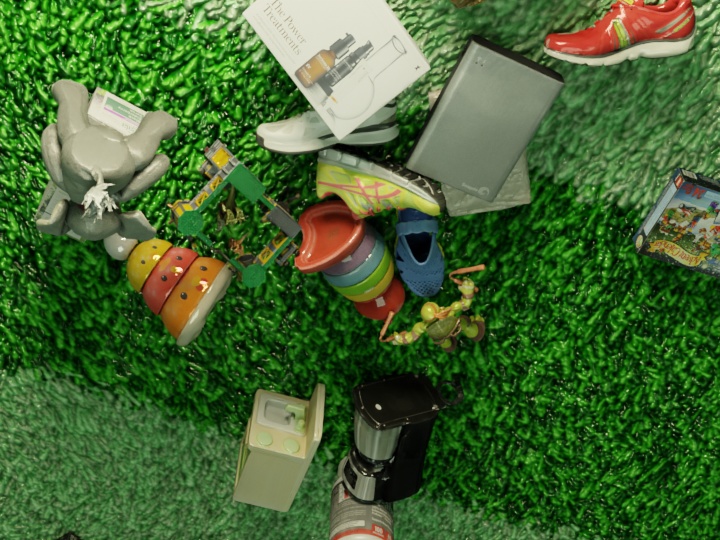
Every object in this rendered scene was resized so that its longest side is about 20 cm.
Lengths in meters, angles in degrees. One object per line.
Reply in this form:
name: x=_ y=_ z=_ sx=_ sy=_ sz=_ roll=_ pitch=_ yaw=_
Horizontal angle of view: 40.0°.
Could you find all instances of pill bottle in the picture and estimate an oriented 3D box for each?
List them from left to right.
pill bottle: x=0.002 y=0.429 z=1.748 sx=0.113 sy=0.202 sz=0.117 roll=0 pitch=129 yaw=1

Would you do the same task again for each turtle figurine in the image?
turtle figurine: x=0.137 y=0.076 z=1.524 sx=0.199 sy=0.065 sz=0.161 roll=-38 pitch=148 yaw=14

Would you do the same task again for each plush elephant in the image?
plush elephant: x=-0.332 y=-0.110 z=1.262 sx=0.162 sy=0.203 sz=0.155 roll=12 pitch=144 yaw=-16

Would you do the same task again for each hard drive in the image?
hard drive: x=0.163 y=-0.198 z=1.323 sx=0.137 sy=0.033 sz=0.202 roll=20 pitch=125 yaw=-14

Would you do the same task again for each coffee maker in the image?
coffee maker: x=0.070 y=0.289 z=1.682 sx=0.188 sy=0.136 sz=0.202 roll=5 pitch=129 yaw=-4

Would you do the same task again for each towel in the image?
towel: x=0.169 y=-0.170 z=1.386 sx=0.130 sy=0.035 sz=0.203 roll=-8 pitch=126 yaw=5

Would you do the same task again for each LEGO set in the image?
LEGO set: x=-0.182 y=-0.084 z=1.394 sx=0.199 sy=0.116 sz=0.155 roll=33 pitch=97 yaw=-36

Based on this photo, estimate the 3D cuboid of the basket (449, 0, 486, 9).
basket: x=0.150 y=-0.432 z=1.163 sx=0.199 sy=0.151 sz=0.142 roll=-34 pitch=154 yaw=24

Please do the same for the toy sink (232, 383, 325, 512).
toy sink: x=-0.143 y=0.290 z=1.686 sx=0.110 sy=0.131 sz=0.202 roll=16 pitch=128 yaw=-11

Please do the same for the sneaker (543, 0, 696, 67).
sneaker: x=0.327 y=-0.313 z=1.259 sx=0.196 sy=0.077 sz=0.086 roll=-9 pitch=117 yaw=-1

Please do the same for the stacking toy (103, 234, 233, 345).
stacking toy: x=-0.302 y=0.005 z=1.483 sx=0.198 sy=0.147 sz=0.147 roll=33 pitch=123 yaw=-5

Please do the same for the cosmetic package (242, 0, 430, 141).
cosmetic package: x=-0.028 y=-0.290 z=1.239 sx=0.150 sy=0.052 sz=0.201 roll=-36 pitch=105 yaw=13

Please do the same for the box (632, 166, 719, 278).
box: x=0.525 y=-0.061 z=1.465 sx=0.197 sy=0.038 sz=0.138 roll=15 pitch=126 yaw=-11

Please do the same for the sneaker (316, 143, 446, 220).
sneaker: x=0.025 y=-0.108 z=1.372 sx=0.197 sy=0.078 sz=0.092 roll=22 pitch=107 yaw=17

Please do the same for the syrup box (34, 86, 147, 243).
syrup box: x=-0.376 y=-0.145 z=1.377 sx=0.078 sy=0.082 sz=0.201 roll=25 pitch=122 yaw=-20

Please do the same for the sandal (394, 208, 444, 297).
sandal: x=0.085 y=-0.034 z=1.460 sx=0.078 sy=0.088 sz=0.202 roll=-9 pitch=129 yaw=6

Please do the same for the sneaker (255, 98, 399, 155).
sneaker: x=-0.048 y=-0.226 z=1.330 sx=0.196 sy=0.076 sz=0.117 roll=-7 pitch=120 yaw=-4

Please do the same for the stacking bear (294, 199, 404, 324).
stacking bear: x=0.000 y=0.000 z=1.479 sx=0.112 sy=0.123 sz=0.201 roll=-16 pitch=136 yaw=22

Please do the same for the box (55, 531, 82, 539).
box: x=-0.567 y=0.647 z=1.972 sx=0.147 sy=0.125 sz=0.200 roll=-31 pitch=121 yaw=23
